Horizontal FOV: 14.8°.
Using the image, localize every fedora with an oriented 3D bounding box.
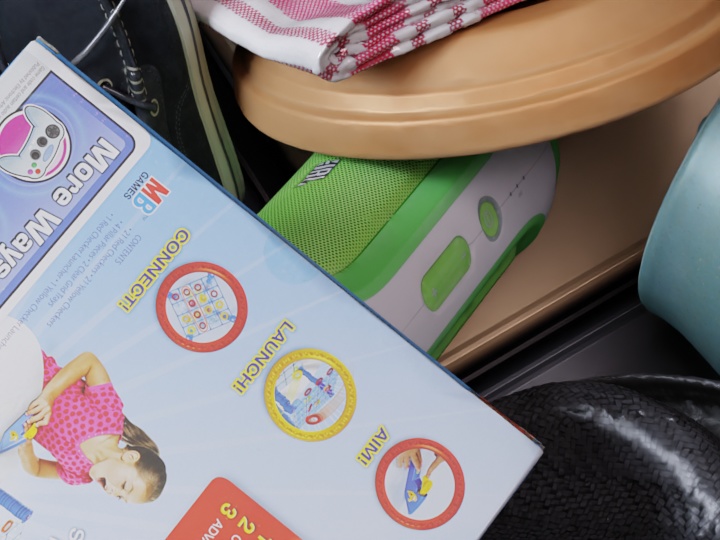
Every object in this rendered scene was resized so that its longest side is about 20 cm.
[{"bbox_3d":[0.069,0.092,0.895,0.200,0.092,0.201,-13,52,16],"label":"fedora"}]

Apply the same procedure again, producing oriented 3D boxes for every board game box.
[{"bbox_3d":[-0.083,0.071,0.806,0.196,0.056,0.200,39,70,0],"label":"board game box"}]

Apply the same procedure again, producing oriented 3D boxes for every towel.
[{"bbox_3d":[0.029,-0.128,0.987,0.200,0.146,0.030,-26,117,-23],"label":"towel"}]

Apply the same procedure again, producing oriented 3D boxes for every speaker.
[{"bbox_3d":[0.000,0.000,0.960,0.088,0.089,0.200,34,40,5],"label":"speaker"}]

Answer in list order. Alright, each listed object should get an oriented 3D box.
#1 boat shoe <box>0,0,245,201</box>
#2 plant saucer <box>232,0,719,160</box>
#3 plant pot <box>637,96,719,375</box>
[{"bbox_3d":[-0.096,-0.071,0.961,0.074,0.200,0.062,18,55,33],"label":"boat shoe"},{"bbox_3d":[0.049,-0.100,0.996,0.200,0.200,0.038,-21,117,-13],"label":"plant saucer"},{"bbox_3d":[0.208,0.001,0.977,0.188,0.200,0.200,31,70,16],"label":"plant pot"}]
